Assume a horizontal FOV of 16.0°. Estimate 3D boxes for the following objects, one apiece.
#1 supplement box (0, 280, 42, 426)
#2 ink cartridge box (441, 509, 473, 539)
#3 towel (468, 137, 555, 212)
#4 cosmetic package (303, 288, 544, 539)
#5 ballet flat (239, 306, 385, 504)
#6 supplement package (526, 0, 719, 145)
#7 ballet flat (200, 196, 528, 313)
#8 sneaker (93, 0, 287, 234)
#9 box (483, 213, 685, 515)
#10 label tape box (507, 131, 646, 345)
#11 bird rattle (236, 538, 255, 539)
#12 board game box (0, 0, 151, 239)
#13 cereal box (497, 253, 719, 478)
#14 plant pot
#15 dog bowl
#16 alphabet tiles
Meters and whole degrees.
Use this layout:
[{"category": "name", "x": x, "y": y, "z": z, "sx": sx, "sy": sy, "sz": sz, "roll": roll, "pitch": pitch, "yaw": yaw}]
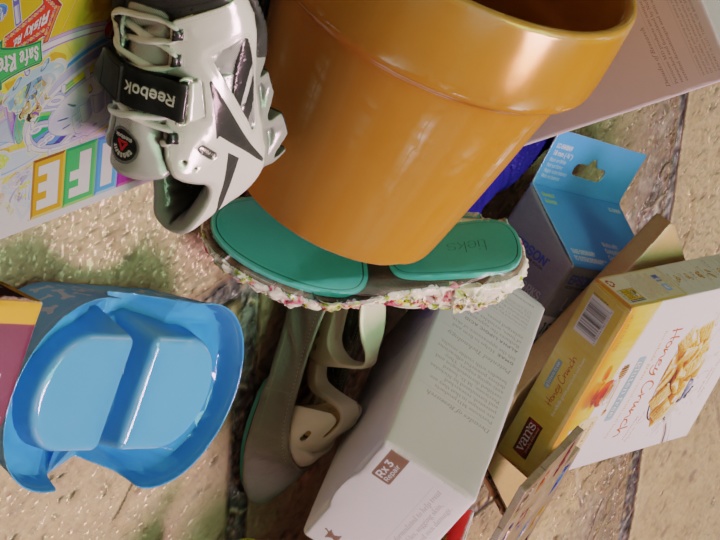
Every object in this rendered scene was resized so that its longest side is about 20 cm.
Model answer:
[{"category": "supplement box", "x": -0.242, "y": 0.084, "z": 1.194, "sx": 0.086, "sy": 0.110, "sz": 0.201, "roll": 5, "pitch": 107, "yaw": -58}, {"category": "ink cartridge box", "x": -0.001, "y": 0.224, "z": 1.616, "sx": 0.045, "sy": 0.200, "sz": 0.177, "roll": 16, "pitch": 85, "yaw": -16}, {"category": "towel", "x": 0.067, "y": -0.084, "z": 1.614, "sx": 0.200, "sy": 0.049, "sz": 0.148, "roll": -44, "pitch": 143, "yaw": -31}, {"category": "cosmetic package", "x": 0.042, "y": 0.089, "z": 1.578, "sx": 0.102, "sy": 0.074, "sz": 0.200, "roll": -51, "pitch": -170, "yaw": 39}, {"category": "ballet flat", "x": -0.024, "y": 0.062, "z": 1.565, "sx": 0.067, "sy": 0.064, "sz": 0.201, "roll": -11, "pitch": 121, "yaw": -54}, {"category": "supplement package", "x": 0.162, "y": -0.164, "z": 1.510, "sx": 0.121, "sy": 0.200, "sz": 0.120, "roll": -30, "pitch": 98, "yaw": -39}, {"category": "ballet flat", "x": 0.000, "y": 0.000, "z": 1.488, "sx": 0.064, "sy": 0.199, "sz": 0.076, "roll": 119, "pitch": -28, "yaw": -56}, {"category": "sneaker", "x": -0.092, "y": -0.091, "z": 1.266, "sx": 0.089, "sy": 0.074, "sz": 0.200, "roll": -52, "pitch": 147, "yaw": -24}, {"category": "box", "x": 0.152, "y": 0.070, "z": 1.742, "sx": 0.200, "sy": 0.021, "sz": 0.164, "roll": -46, "pitch": 153, "yaw": -9}, {"category": "label tape box", "x": 0.135, "y": 0.013, "z": 1.739, "sx": 0.200, "sy": 0.063, "sz": 0.144, "roll": -58, "pitch": 152, "yaw": 13}, {"category": "bird rattle", "x": -0.068, "y": 0.266, "z": 1.531, "sx": 0.112, "sy": 0.200, "sz": 0.163, "roll": -33, "pitch": 170, "yaw": -21}, {"category": "board game box", "x": -0.139, "y": -0.100, "z": 1.295, "sx": 0.200, "sy": 0.034, "sz": 0.135, "roll": -26, "pitch": 133, "yaw": -48}, {"category": "cereal box", "x": 0.189, "y": 0.061, "z": 1.716, "sx": 0.200, "sy": 0.040, "sz": 0.144, "roll": -10, "pitch": 133, "yaw": -51}, {"category": "plant pot", "x": 0.022, "y": -0.112, "z": 1.407, "sx": 0.200, "sy": 0.200, "sz": 0.184, "roll": -15, "pitch": 141, "yaw": -52}, {"category": "dog bowl", "x": -0.142, "y": 0.059, "z": 1.393, "sx": 0.200, "sy": 0.049, "sz": 0.112, "roll": 4, "pitch": 108, "yaw": -59}, {"category": "alphabet tiles", "x": 0.080, "y": 0.192, "z": 1.626, "sx": 0.167, "sy": 0.008, "sz": 0.200, "roll": -37, "pitch": 157, "yaw": -57}]
